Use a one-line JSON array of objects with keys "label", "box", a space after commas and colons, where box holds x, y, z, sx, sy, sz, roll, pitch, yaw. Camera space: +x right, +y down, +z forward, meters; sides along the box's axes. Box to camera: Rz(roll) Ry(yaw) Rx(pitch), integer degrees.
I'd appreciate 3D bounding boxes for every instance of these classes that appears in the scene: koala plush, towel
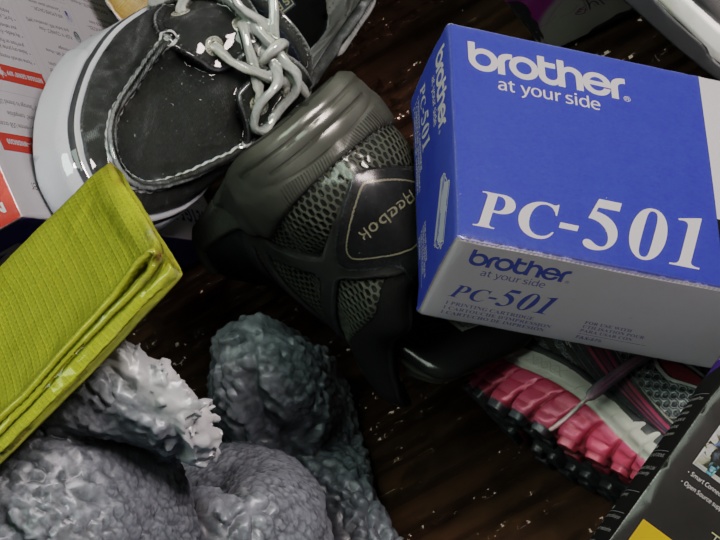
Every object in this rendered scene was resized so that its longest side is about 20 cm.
[{"label": "koala plush", "box": [-0.084, 0.099, 0.905, 0.177, 0.200, 0.184, -37, 54, 7]}, {"label": "towel", "box": [-0.142, 0.050, 0.836, 0.200, 0.018, 0.086, -44, 33, 4]}]

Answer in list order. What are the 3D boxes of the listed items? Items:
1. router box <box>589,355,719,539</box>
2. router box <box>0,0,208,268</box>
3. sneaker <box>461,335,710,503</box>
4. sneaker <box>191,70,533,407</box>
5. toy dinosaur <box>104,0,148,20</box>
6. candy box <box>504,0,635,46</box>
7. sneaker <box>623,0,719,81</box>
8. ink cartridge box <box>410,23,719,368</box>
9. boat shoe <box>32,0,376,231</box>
[{"label": "router box", "box": [0.151, 0.139, 0.783, 0.200, 0.052, 0.157, 37, 85, 3]}, {"label": "router box", "box": [-0.141, -0.083, 0.997, 0.049, 0.200, 0.180, -27, 79, 15]}, {"label": "sneaker", "box": [0.124, 0.054, 0.887, 0.200, 0.081, 0.075, 29, 80, 37]}, {"label": "sneaker", "box": [0.000, 0.000, 0.952, 0.076, 0.199, 0.114, -39, 90, -13]}, {"label": "toy dinosaur", "box": [-0.073, -0.113, 1.081, 0.058, 0.200, 0.101, -40, 9, 30]}, {"label": "candy box", "box": [0.100, -0.205, 1.045, 0.136, 0.061, 0.201, -25, 56, 17]}, {"label": "sneaker", "box": [0.128, -0.127, 0.928, 0.200, 0.072, 0.083, 38, 110, 3]}, {"label": "ink cartridge box", "box": [0.117, -0.016, 0.862, 0.199, 0.044, 0.094, 10, 50, -14]}, {"label": "boat shoe", "box": [-0.048, -0.076, 0.966, 0.068, 0.074, 0.199, -22, 13, 37]}]
